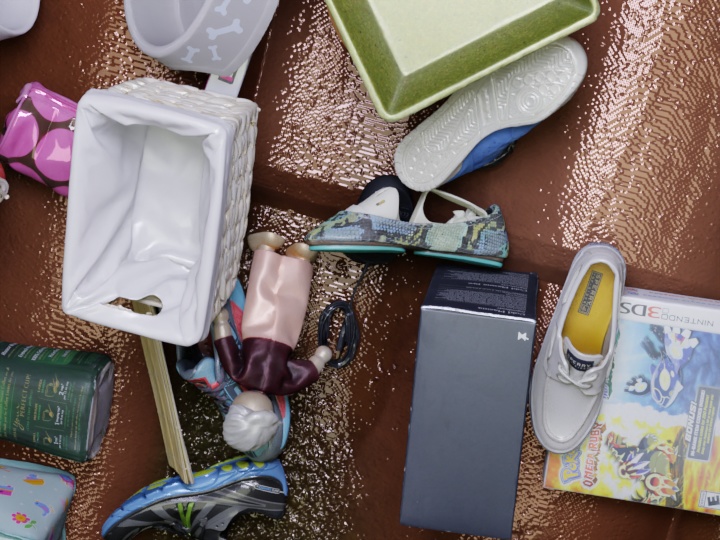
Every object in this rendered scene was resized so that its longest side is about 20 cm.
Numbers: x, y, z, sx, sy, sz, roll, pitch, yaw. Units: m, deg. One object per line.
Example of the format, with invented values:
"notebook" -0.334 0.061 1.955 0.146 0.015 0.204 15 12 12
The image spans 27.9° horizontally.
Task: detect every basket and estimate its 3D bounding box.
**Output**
"basket" -0.171 -0.058 1.262 0.134 0.123 0.203 13 111 9

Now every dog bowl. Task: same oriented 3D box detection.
"dog bowl" -0.141 -0.268 1.271 0.058 0.200 0.202 10 107 -38

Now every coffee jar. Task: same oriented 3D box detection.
"coffee jar" -0.347 0.118 1.427 0.197 0.085 0.106 12 106 3

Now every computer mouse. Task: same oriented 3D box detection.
"computer mouse" 0.000 0.000 1.393 0.058 0.034 0.202 13 109 -23

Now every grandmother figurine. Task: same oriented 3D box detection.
"grandmother figurine" -0.085 0.071 1.354 0.120 0.061 0.203 15 70 -6

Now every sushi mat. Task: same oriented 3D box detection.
"sushi mat" -0.194 0.103 1.406 0.012 0.096 0.203 -14 101 -16

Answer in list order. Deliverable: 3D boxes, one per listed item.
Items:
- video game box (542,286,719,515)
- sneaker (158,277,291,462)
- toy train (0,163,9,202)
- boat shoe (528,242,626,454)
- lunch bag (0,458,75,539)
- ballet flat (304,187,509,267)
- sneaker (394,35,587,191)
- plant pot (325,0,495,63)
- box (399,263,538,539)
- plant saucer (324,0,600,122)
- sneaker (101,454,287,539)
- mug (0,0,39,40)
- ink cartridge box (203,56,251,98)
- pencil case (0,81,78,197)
"video game box" 0.274 0.120 1.375 0.179 0.047 0.203 8 102 8
"sneaker" -0.139 0.099 1.387 0.079 0.095 0.202 -20 96 35
"toy train" -0.370 -0.042 1.356 0.084 0.199 0.117 -15 117 -33
"boat shoe" 0.198 0.077 1.318 0.070 0.070 0.203 17 103 7
"lunch bag" -0.395 0.251 1.416 0.197 0.171 0.124 14 104 1
"ballet flat" 0.044 -0.044 1.339 0.197 0.074 0.075 5 104 -21
"sneaker" 0.125 -0.147 1.300 0.199 0.111 0.077 -39 88 25
"plant pot" 0.056 -0.256 1.275 0.197 0.140 0.203 2 102 7
"box" 0.102 0.112 1.323 0.102 0.182 0.203 6 102 6
"plant saucer" 0.066 -0.253 1.178 0.198 0.048 0.202 -25 97 11
"sneaker" -0.165 0.243 1.439 0.197 0.071 0.084 -16 93 7
"mug" -0.407 -0.293 1.333 0.173 0.148 0.203 -11 70 16
"ink cartridge box" -0.111 -0.206 1.326 0.037 0.095 0.202 17 104 -7
"pencil case" -0.243 -0.107 1.369 0.198 0.091 0.094 23 138 0
